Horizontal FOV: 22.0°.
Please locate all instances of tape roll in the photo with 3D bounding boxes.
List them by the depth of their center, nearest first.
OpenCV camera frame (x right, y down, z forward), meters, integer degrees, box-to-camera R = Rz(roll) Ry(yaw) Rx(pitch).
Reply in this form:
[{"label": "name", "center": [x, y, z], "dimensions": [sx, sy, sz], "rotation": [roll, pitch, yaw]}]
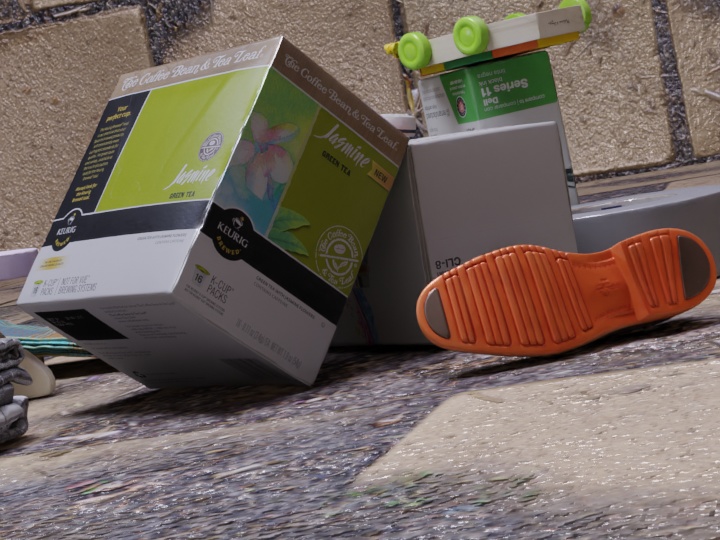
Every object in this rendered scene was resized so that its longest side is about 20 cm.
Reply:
[{"label": "tape roll", "center": [0.210, -0.022, 1.508], "dimensions": [0.199, 0.067, 0.200], "rotation": [-9, 4, 1]}]

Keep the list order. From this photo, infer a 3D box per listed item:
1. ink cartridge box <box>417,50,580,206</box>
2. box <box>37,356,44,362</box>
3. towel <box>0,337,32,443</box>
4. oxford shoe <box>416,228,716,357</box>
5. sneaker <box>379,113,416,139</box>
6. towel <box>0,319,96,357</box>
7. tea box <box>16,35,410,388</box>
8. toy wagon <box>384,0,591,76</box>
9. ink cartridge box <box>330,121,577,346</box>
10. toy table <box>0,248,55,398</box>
[{"label": "ink cartridge box", "center": [0.129, -0.087, 1.675], "dimensions": [0.083, 0.201, 0.147], "rotation": [-14, 4, -16]}, {"label": "box", "center": [-0.390, 0.098, 1.612], "dimensions": [0.199, 0.021, 0.163], "rotation": [-12, 5, -25]}, {"label": "towel", "center": [-0.312, 0.085, 1.141], "dimensions": [0.164, 0.086, 0.200], "rotation": [-8, 4, 17]}, {"label": "oxford shoe", "center": [0.125, 0.024, 1.175], "dimensions": [0.199, 0.072, 0.073], "rotation": [-7, -17, -18]}, {"label": "sneaker", "center": [-0.042, -0.089, 1.555], "dimensions": [0.199, 0.080, 0.078], "rotation": [-4, 1, 29]}, {"label": "towel", "center": [-0.268, 0.059, 1.609], "dimensions": [0.198, 0.022, 0.147], "rotation": [1, 3, 16]}, {"label": "tea box", "center": [-0.102, -0.034, 1.272], "dimensions": [0.133, 0.198, 0.199], "rotation": [34, -23, -33]}, {"label": "toy wagon", "center": [0.104, -0.203, 1.648], "dimensions": [0.155, 0.040, 0.199], "rotation": [-17, 5, -43]}, {"label": "ink cartridge box", "center": [0.046, -0.025, 1.387], "dimensions": [0.145, 0.146, 0.199], "rotation": [-12, 5, -34]}, {"label": "toy table", "center": [-0.338, 0.053, 1.436], "dimensions": [0.199, 0.118, 0.184], "rotation": [-8, 4, 17]}]
